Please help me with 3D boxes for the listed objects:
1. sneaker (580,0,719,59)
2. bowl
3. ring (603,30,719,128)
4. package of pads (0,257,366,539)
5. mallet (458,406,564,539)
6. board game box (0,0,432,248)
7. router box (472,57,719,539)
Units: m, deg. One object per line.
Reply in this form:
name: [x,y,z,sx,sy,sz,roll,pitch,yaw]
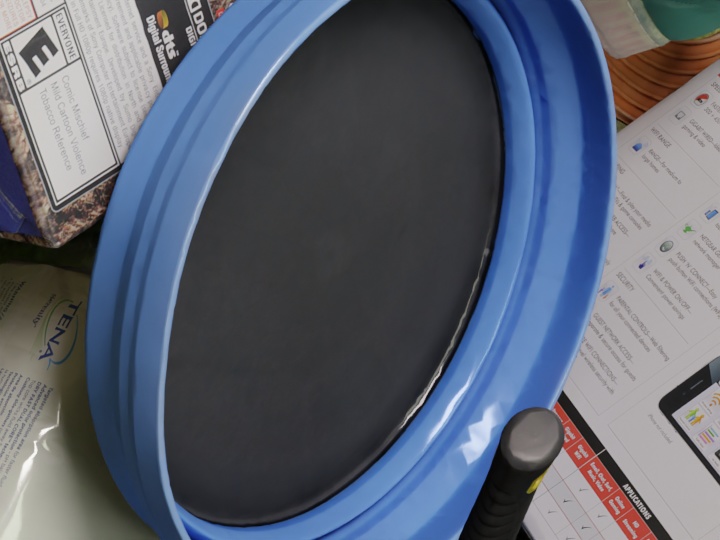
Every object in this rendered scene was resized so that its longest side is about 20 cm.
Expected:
sneaker: [0.089,-0.124,0.737,0.200,0.080,0.072,31,46,-67]
bowl: [0.000,0.000,0.700,0.200,0.039,0.201,-27,127,-42]
ring: [0.118,-0.149,0.878,0.200,0.019,0.201,-11,105,-46]
package of pads: [-0.064,0.103,0.755,0.200,0.068,0.155,40,69,-43]
mallet: [0.024,0.099,0.701,0.066,0.041,0.200,-47,165,-21]
board game box: [-0.068,-0.126,0.686,0.200,0.097,0.160,-36,122,-36]
router box: [0.120,0.023,0.789,0.179,0.200,0.049,-36,125,3]
